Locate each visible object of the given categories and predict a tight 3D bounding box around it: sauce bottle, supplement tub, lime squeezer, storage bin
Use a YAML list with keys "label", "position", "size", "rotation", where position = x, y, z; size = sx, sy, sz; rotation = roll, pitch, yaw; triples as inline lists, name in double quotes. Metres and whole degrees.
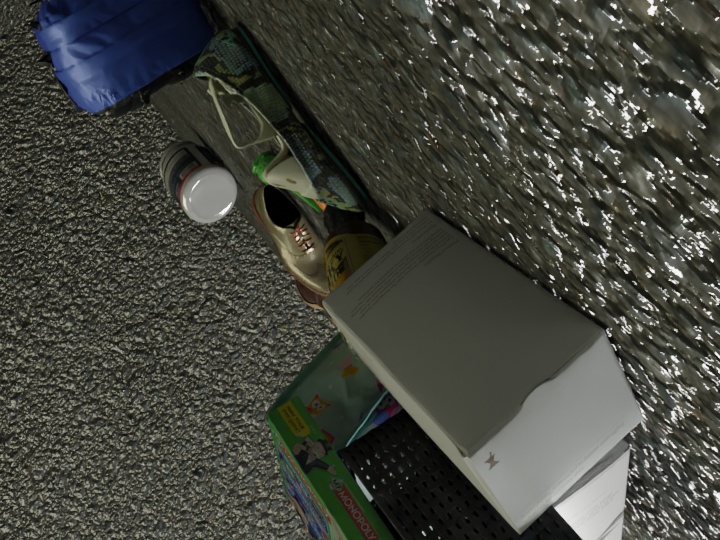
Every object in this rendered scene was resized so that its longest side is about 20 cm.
- label: "sauce bottle"
  position: [0.000, 0.000, 0.803]
  size: [0.065, 0.064, 0.201]
  rotation: [54, -170, -32]
- label: "supplement tub"
  position: [-0.388, -0.214, 2.163]
  size: [0.200, 0.140, 0.141]
  rotation: [43, 171, 48]
- label: "lime squeezer"
  position: [-0.109, -0.130, 1.186]
  size: [0.070, 0.038, 0.200]
  rotation: [18, -169, -30]
- label: "storage bin"
  position: [0.076, 0.199, 0.623]
  size: [0.200, 0.093, 0.137]
  rotation: [46, 156, 40]

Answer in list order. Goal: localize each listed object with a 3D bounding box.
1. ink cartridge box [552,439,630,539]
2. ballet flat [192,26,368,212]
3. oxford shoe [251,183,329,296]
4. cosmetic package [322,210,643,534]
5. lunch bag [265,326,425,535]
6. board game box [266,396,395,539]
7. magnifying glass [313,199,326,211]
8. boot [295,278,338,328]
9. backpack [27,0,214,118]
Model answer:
- label: "ink cartridge box"
  position: [0.129, 0.170, 0.716]
  size: [0.146, 0.084, 0.202]
  rotation: [45, 158, 42]
- label: "ballet flat"
  position: [-0.075, -0.117, 0.812]
  size: [0.201, 0.074, 0.074]
  rotation: [52, 174, -8]
- label: "oxford shoe"
  position: [-0.097, -0.045, 1.382]
  size: [0.201, 0.070, 0.075]
  rotation: [50, 168, -2]
- label: "cosmetic package"
  position: [0.069, 0.053, 0.583]
  size: [0.085, 0.107, 0.200]
  rotation: [55, 174, -35]
- label: "lunch bag"
  position: [0.037, 0.124, 0.829]
  size: [0.121, 0.201, 0.172]
  rotation: [13, 146, 47]
- label: "board game box"
  position: [0.001, 0.202, 0.641]
  size: [0.201, 0.029, 0.136]
  rotation: [51, 158, 32]
- label: "magnifying glass"
  position: [0.013, -0.016, 0.968]
  size: [0.201, 0.022, 0.080]
  rotation: [51, 174, 14]
- label: "boot"
  position: [-0.068, 0.006, 1.580]
  size: [0.200, 0.072, 0.168]
  rotation: [47, 161, 40]
- label: "backpack"
  position: [-0.241, -0.239, 0.877]
  size: [0.169, 0.161, 0.200]
  rotation: [57, 172, -27]
